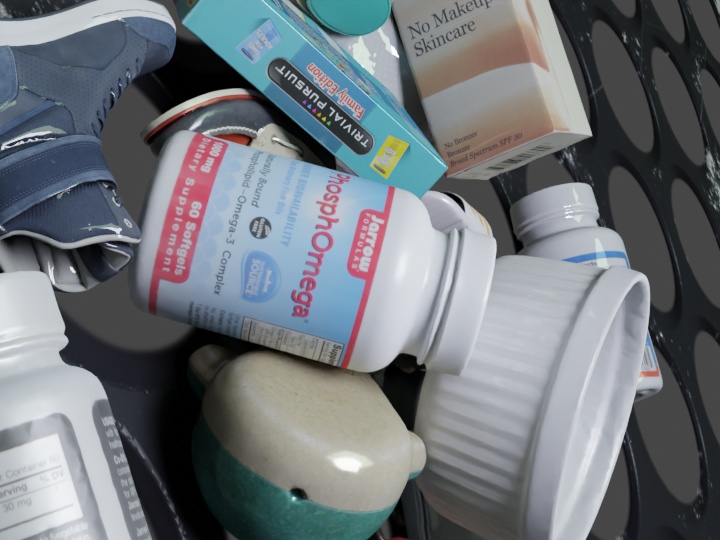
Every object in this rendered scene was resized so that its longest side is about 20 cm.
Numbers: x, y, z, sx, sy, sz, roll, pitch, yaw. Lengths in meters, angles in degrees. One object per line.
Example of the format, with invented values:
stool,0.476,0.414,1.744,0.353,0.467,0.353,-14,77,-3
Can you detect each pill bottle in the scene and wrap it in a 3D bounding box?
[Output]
pill bottle,-0.152,0.110,0.604,0.113,0.112,0.203,-9,79,-61
pill bottle,-0.027,-0.005,0.802,0.109,0.197,0.110,-166,-90,-89
pill bottle,0.202,0.027,1.291,0.112,0.111,0.203,12,61,-57

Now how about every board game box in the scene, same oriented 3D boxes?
board game box,-0.042,-0.139,0.939,0.199,0.047,0.151,39,11,-26

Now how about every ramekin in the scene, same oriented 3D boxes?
ramekin,0.111,0.086,0.912,0.200,0.104,0.203,15,90,-69

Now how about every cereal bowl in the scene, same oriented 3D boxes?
cereal bowl,0.014,-0.177,1.127,0.200,0.083,0.202,38,41,-43

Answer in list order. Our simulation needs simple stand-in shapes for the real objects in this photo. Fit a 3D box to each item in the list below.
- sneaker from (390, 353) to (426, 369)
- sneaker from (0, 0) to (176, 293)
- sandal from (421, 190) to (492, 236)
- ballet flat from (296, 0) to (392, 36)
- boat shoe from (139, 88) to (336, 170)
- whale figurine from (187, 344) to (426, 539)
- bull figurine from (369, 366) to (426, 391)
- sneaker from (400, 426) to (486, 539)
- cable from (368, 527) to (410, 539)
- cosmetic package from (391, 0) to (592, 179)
sneaker,0.000,0.000,0.904,0.198,0.092,0.076,24,11,-29
sneaker,-0.148,-0.068,0.755,0.202,0.077,0.147,-27,84,-52
sandal,0.075,-0.014,1.140,0.207,0.078,0.060,49,31,-48
ballet flat,-0.035,-0.226,0.968,0.200,0.067,0.063,25,37,-63
boat shoe,-0.072,-0.073,0.918,0.199,0.071,0.063,4,64,-66
whale figurine,-0.039,0.100,0.845,0.157,0.105,0.200,24,17,-9
bull figurine,0.033,0.020,1.032,0.202,0.064,0.122,67,29,-21
sneaker,0.076,0.203,0.989,0.073,0.070,0.203,11,62,-58
cable,-0.011,0.197,0.860,0.199,0.050,0.098,17,54,-57
cosmetic package,0.093,-0.182,1.075,0.087,0.102,0.203,-4,74,-61
